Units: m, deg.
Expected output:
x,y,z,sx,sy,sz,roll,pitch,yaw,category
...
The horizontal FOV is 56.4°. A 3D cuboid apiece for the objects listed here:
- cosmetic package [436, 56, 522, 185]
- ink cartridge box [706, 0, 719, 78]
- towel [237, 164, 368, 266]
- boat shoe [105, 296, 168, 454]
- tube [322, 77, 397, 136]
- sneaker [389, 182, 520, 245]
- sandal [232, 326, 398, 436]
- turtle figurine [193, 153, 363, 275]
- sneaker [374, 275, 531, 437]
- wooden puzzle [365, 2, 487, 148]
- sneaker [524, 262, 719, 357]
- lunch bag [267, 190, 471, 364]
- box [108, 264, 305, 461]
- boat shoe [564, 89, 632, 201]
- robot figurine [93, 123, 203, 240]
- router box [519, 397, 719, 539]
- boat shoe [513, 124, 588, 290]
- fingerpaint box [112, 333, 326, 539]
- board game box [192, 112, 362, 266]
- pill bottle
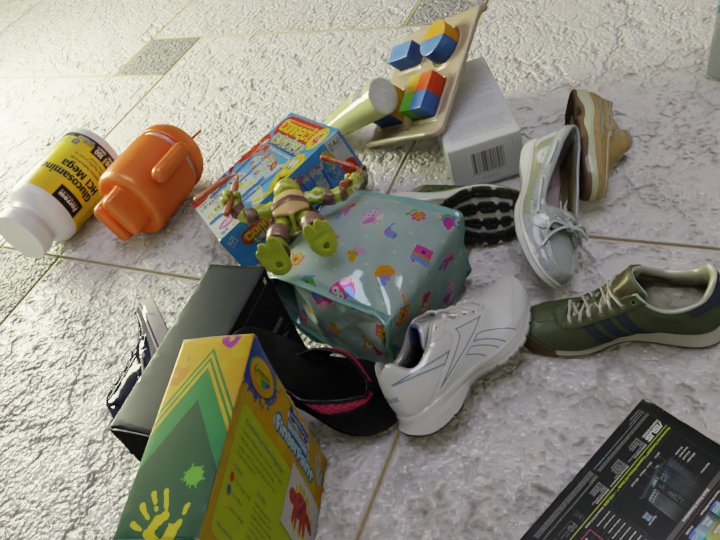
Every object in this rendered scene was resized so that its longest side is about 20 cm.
x,y,z,sx,sy,sz,roll,pitch,yaw,category
0.152,-0.207,0.935,0.099,0.072,0.203,-16,44,7,cosmetic package
0.522,-0.364,0.854,0.082,0.202,0.146,25,59,34,ink cartridge box
-0.077,-0.074,0.920,0.145,0.037,0.202,3,49,25,towel
-0.252,0.115,0.771,0.091,0.076,0.201,-24,44,-15,boat shoe
-0.018,-0.227,0.997,0.057,0.053,0.199,-2,-6,-33,tube
0.118,-0.085,0.838,0.195,0.078,0.089,2,30,16,sneaker
-0.034,0.105,0.640,0.045,0.197,0.077,-35,39,53,sandal
-0.084,-0.058,0.729,0.195,0.066,0.162,-9,33,-6,turtle figurine
0.096,0.068,0.663,0.200,0.088,0.074,-44,19,-24,sneaker
0.079,-0.274,0.947,0.184,0.046,0.204,9,75,61,wooden puzzle
0.250,0.029,0.651,0.195,0.091,0.068,-4,46,18,sneaker
0.000,0.000,0.756,0.197,0.123,0.171,19,57,31,lunch bag
-0.141,0.116,0.681,0.077,0.143,0.202,4,48,24,box
0.303,-0.162,0.842,0.074,0.072,0.203,7,50,5,boat shoe
-0.315,-0.140,1.018,0.115,0.145,0.202,23,56,10,robot figurine
0.221,0.215,0.501,0.199,0.063,0.149,-39,45,-18,router box
0.220,-0.076,0.756,0.064,0.074,0.205,-29,40,44,boat shoe
-0.100,0.183,0.556,0.072,0.202,0.169,-6,45,16,fingerpaint box
-0.118,-0.112,0.885,0.196,0.056,0.200,-44,29,-5,board game box
-0.475,-0.121,1.064,0.110,0.114,0.202,6,50,26,pill bottle
